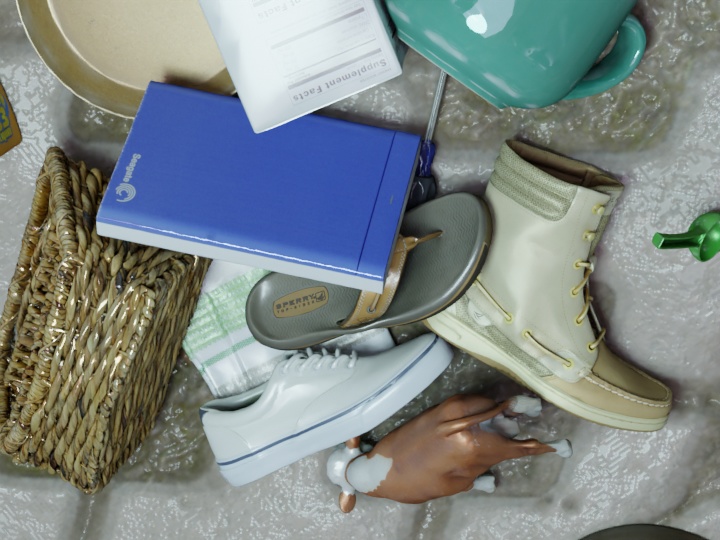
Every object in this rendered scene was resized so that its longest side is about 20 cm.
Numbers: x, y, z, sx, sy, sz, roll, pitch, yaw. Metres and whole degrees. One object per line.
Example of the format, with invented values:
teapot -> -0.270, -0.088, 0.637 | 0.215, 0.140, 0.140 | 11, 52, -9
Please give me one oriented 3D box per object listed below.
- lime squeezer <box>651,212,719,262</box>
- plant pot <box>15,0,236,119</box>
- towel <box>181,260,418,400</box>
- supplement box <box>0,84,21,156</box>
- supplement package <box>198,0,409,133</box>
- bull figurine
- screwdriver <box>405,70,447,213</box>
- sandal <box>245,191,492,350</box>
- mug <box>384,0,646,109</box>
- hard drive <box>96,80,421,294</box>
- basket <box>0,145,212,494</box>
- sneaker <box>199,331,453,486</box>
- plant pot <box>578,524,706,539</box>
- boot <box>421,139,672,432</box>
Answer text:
lime squeezer -> 0.273, -0.013, 1.362 | 0.199, 0.071, 0.038 | 17, 93, -27
plant pot -> -0.150, -0.208, 1.395 | 0.198, 0.028, 0.202 | 2, 107, 8
towel -> -0.064, 0.039, 1.452 | 0.149, 0.031, 0.201 | -27, 100, 17
supplement box -> -0.356, -0.084, 1.447 | 0.199, 0.067, 0.069 | -21, 102, 16
supplement package -> -0.055, -0.211, 1.304 | 0.109, 0.114, 0.201 | -21, 103, 10
bull figurine -> 0.060, 0.131, 1.407 | 0.121, 0.200, 0.066 | -3, 78, -27
screwdriver -> 0.052, -0.108, 1.394 | 0.028, 0.029, 0.201 | 14, 103, 5
sandal -> 0.000, 0.000, 1.375 | 0.199, 0.055, 0.082 | -17, 67, 20
mug -> 0.103, -0.168, 1.288 | 0.185, 0.152, 0.115 | 35, 96, -4
hard drive -> -0.068, -0.060, 1.348 | 0.198, 0.133, 0.025 | 12, 142, 5
basket -> -0.212, 0.042, 1.399 | 0.148, 0.143, 0.201 | 27, 122, 7
sneaker -> -0.030, 0.087, 1.414 | 0.199, 0.073, 0.071 | -28, 101, 13
plant pot -> 0.206, 0.310, 1.411 | 0.198, 0.174, 0.202 | 2, 107, 8
boot -> 0.157, 0.011, 1.385 | 0.199, 0.073, 0.156 | 29, 109, 5
